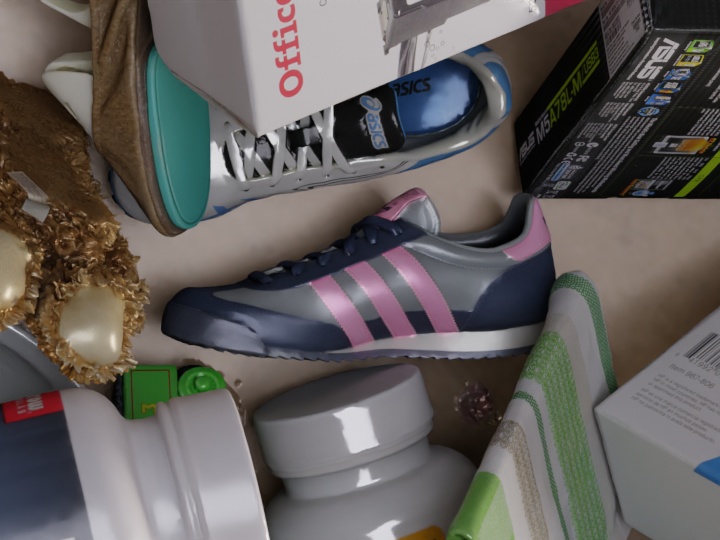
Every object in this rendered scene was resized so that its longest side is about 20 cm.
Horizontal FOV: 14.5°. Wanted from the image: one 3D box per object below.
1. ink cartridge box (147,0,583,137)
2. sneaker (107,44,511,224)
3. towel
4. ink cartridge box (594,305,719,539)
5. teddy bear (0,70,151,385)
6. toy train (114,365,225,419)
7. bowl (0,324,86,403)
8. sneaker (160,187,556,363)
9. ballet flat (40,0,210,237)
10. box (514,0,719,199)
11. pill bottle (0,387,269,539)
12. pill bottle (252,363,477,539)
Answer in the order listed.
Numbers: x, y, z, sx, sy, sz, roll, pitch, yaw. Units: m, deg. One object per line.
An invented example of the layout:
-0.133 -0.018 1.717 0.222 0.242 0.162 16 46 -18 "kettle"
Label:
0.008 -0.164 1.230 0.200 0.083 0.145 -25 129 -23 "ink cartridge box"
-0.023 -0.070 1.351 0.200 0.072 0.072 -17 100 -11 "sneaker"
0.083 0.113 1.326 0.031 0.200 0.149 0 124 24 "towel"
0.237 0.065 1.362 0.200 0.145 0.084 -37 132 -23 "ink cartridge box"
-0.154 -0.015 1.262 0.145 0.200 0.067 18 116 -38 "teddy bear"
-0.086 0.130 1.309 0.056 0.042 0.200 1 55 -8 "toy train"
-0.205 0.099 1.296 0.201 0.090 0.201 -1 102 -3 "bowl"
0.000 0.000 1.363 0.200 0.070 0.082 -2 101 -23 "sneaker"
-0.112 -0.114 1.287 0.072 0.068 0.200 4 114 20 "ballet flat"
0.192 -0.088 1.341 0.193 0.200 0.048 -3 70 -14 "box"
-0.143 0.114 1.194 0.200 0.120 0.120 -13 98 -7 "pill bottle"
0.015 0.152 1.356 0.113 0.113 0.200 -19 99 -13 "pill bottle"
